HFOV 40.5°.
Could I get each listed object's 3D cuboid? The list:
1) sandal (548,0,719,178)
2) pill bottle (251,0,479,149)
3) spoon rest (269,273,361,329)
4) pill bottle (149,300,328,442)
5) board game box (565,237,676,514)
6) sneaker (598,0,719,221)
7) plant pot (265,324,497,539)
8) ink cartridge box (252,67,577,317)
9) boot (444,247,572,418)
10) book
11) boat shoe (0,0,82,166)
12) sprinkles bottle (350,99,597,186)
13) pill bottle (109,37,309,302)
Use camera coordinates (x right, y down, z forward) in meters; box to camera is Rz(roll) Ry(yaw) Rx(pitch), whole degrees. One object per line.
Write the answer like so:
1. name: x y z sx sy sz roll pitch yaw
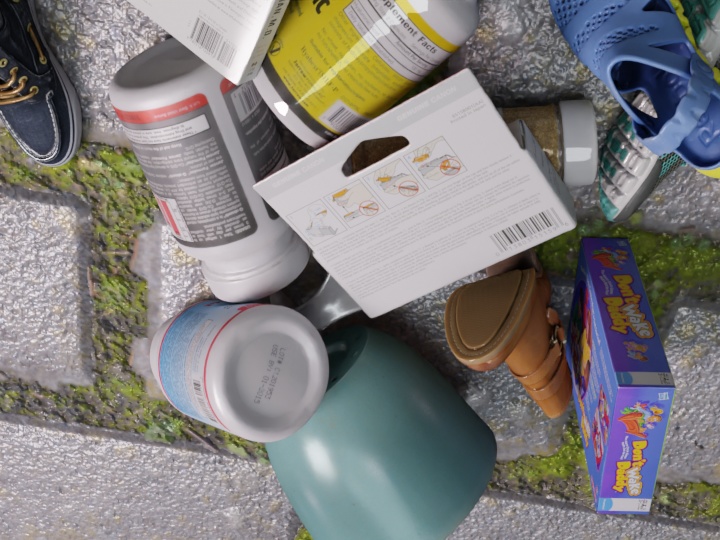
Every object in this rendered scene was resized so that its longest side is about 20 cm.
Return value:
1. sandal: 0.201 -0.150 0.698 0.086 0.201 0.080 -10 145 -44
2. pill bottle: 0.018 -0.189 0.719 0.199 0.112 0.111 -37 115 24
3. spoon rest: 0.000 0.000 0.879 0.198 0.061 0.099 -33 116 24
4. pill bottle: -0.117 0.082 0.861 0.109 0.109 0.199 44 160 -23
5. board game box: 0.216 0.084 0.836 0.044 0.202 0.137 1 125 3
6. sneaker: 0.262 -0.116 0.777 0.090 0.078 0.202 17 125 -12
7. plant pot: 0.002 0.151 0.908 0.199 0.201 0.162 -30 108 22
8. ink cartridge box: 0.043 -0.061 0.762 0.198 0.044 0.174 -25 127 24
9. boot: 0.133 0.066 0.829 0.075 0.201 0.157 -15 114 17
10. book: -0.090 -0.247 0.654 0.133 0.048 0.201 38 124 8
11. boat shoe: -0.284 -0.158 0.773 0.069 0.092 0.203 -6 124 8
12. sprinkles bottle: 0.092 -0.099 0.801 0.196 0.069 0.069 -3 124 7
13. pill bottle: -0.115 -0.082 0.798 0.114 0.117 0.203 -11 123 12
